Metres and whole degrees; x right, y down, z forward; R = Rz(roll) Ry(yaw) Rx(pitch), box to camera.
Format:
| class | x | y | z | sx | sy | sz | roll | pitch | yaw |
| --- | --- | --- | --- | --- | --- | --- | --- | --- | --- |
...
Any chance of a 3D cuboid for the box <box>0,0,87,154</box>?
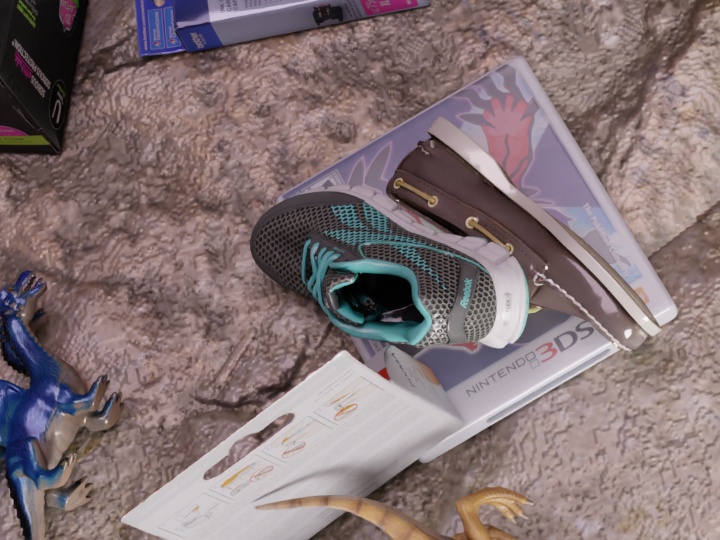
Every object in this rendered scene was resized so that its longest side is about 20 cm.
| class | x | y | z | sx | sy | sz | roll | pitch | yaw |
| --- | --- | --- | --- | --- | --- | --- | --- | --- | --- |
| box | -0.264 | -0.192 | 1.805 | 0.148 | 0.124 | 0.201 | 2 | 69 | 15 |

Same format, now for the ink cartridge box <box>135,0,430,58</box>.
| class | x | y | z | sx | sy | sz | roll | pitch | yaw |
| --- | --- | --- | --- | --- | --- | --- | --- | --- | --- |
| ink cartridge box | -0.059 | -0.214 | 1.809 | 0.199 | 0.042 | 0.120 | -11 | 67 | 12 |

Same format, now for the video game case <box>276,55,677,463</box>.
| class | x | y | z | sx | sy | sz | roll | pitch | yaw |
| --- | --- | --- | --- | --- | --- | --- | --- | --- | --- |
| video game case | 0.069 | -0.010 | 1.706 | 0.182 | 0.023 | 0.201 | -30 | 65 | 1 |

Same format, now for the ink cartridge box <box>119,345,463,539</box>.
| class | x | y | z | sx | sy | sz | roll | pitch | yaw |
| --- | --- | --- | --- | --- | --- | --- | --- | --- | --- |
| ink cartridge box | -0.045 | 0.099 | 1.583 | 0.162 | 0.200 | 0.050 | -37 | 64 | 9 |

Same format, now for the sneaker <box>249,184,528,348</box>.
| class | x | y | z | sx | sy | sz | roll | pitch | yaw |
| --- | --- | --- | --- | --- | --- | --- | --- | --- | --- |
| sneaker | 0.000 | 0.000 | 1.634 | 0.199 | 0.091 | 0.078 | 15 | 110 | 39 |

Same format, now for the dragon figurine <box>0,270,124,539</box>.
| class | x | y | z | sx | sy | sz | roll | pitch | yaw |
| --- | --- | --- | --- | --- | --- | --- | --- | --- | --- |
| dragon figurine | -0.212 | 0.102 | 1.714 | 0.099 | 0.059 | 0.201 | 13 | 73 | 18 |

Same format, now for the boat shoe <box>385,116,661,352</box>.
| class | x | y | z | sx | sy | sz | roll | pitch | yaw |
| --- | --- | --- | --- | --- | --- | --- | --- | --- | --- |
| boat shoe | 0.096 | -0.011 | 1.652 | 0.060 | 0.072 | 0.200 | -47 | 63 | 1 |

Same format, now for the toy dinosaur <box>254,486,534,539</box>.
| class | x | y | z | sx | sy | sz | roll | pitch | yaw |
| --- | --- | --- | --- | --- | --- | --- | --- | --- | --- |
| toy dinosaur | 0.049 | 0.167 | 1.588 | 0.200 | 0.060 | 0.106 | 47 | 51 | -3 |
